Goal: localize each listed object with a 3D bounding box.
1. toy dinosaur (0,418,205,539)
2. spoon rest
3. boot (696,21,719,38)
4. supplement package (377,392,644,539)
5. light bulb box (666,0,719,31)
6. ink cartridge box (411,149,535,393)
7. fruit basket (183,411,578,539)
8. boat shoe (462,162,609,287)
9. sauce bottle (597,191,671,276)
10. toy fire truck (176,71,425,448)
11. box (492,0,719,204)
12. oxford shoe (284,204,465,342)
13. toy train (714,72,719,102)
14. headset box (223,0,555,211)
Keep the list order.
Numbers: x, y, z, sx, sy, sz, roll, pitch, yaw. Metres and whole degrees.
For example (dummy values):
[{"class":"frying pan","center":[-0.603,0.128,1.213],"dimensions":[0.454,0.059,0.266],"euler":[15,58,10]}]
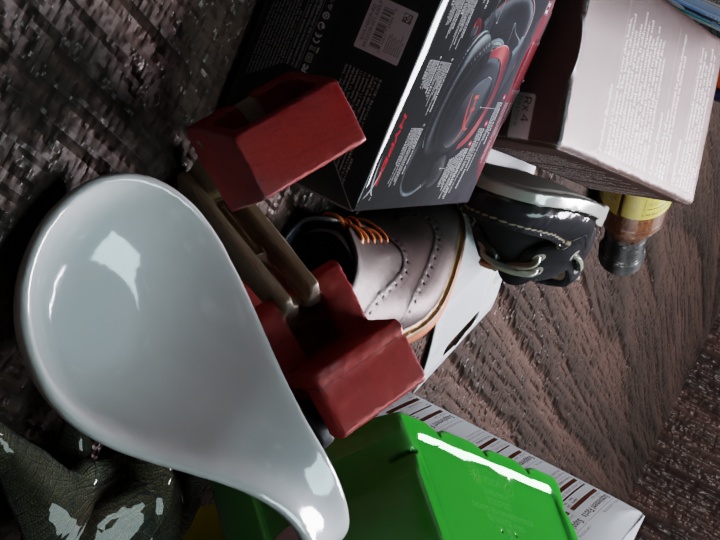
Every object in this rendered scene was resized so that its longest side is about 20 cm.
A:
[{"class":"toy dinosaur","center":[-0.100,0.095,0.788],"dimensions":[0.200,0.076,0.103],"euler":[41,62,-78]},{"class":"spoon rest","center":[-0.060,0.051,0.739],"dimensions":[0.100,0.060,0.201],"euler":[-56,129,-32]},{"class":"boot","center":[0.179,-0.152,1.191],"dimensions":[0.200,0.137,0.078],"euler":[-48,158,-42]},{"class":"supplement package","center":[0.023,0.189,1.098],"dimensions":[0.193,0.199,0.147],"euler":[-68,163,14]},{"class":"light bulb box","center":[0.185,-0.203,1.024],"dimensions":[0.126,0.197,0.200],"euler":[-65,163,5]},{"class":"ink cartridge box","center":[0.057,-0.038,1.132],"dimensions":[0.109,0.050,0.201],"euler":[-43,154,-47]},{"class":"fruit basket","center":[-0.012,0.157,0.912],"dimensions":[0.214,0.157,0.216],"euler":[-15,152,-8]},{"class":"boat shoe","center":[0.091,-0.021,1.059],"dimensions":[0.200,0.073,0.061],"euler":[-1,113,-79]},{"class":"sauce bottle","center":[0.229,-0.070,1.617],"dimensions":[0.066,0.066,0.201],"euler":[-54,164,-31]},{"class":"toy fire truck","center":[-0.039,0.000,0.793],"dimensions":[0.049,0.142,0.200],"euler":[-32,-169,-22]},{"class":"box","center":[0.125,-0.101,1.048],"dimensions":[0.200,0.074,0.101],"euler":[15,86,-62]},{"class":"oxford shoe","center":[0.000,0.000,0.978],"dimensions":[0.200,0.071,0.073],"euler":[-47,152,-47]},{"class":"toy train","center":[0.328,-0.162,1.549],"dimensions":[0.085,0.199,0.116],"euler":[-60,159,-12]},{"class":"headset box","center":[0.026,-0.109,0.879],"dimensions":[0.150,0.075,0.200],"euler":[-67,164,11]}]
